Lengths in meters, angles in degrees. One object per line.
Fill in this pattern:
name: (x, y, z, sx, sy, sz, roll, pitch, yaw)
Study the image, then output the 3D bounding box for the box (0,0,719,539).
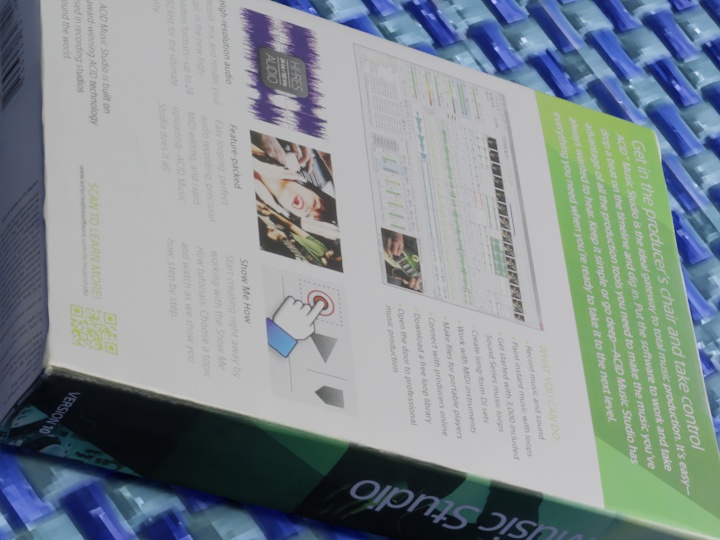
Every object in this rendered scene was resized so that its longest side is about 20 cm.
box: (0.000, 0.000, 0.700, 0.199, 0.036, 0.145, 16, 47, -25)
